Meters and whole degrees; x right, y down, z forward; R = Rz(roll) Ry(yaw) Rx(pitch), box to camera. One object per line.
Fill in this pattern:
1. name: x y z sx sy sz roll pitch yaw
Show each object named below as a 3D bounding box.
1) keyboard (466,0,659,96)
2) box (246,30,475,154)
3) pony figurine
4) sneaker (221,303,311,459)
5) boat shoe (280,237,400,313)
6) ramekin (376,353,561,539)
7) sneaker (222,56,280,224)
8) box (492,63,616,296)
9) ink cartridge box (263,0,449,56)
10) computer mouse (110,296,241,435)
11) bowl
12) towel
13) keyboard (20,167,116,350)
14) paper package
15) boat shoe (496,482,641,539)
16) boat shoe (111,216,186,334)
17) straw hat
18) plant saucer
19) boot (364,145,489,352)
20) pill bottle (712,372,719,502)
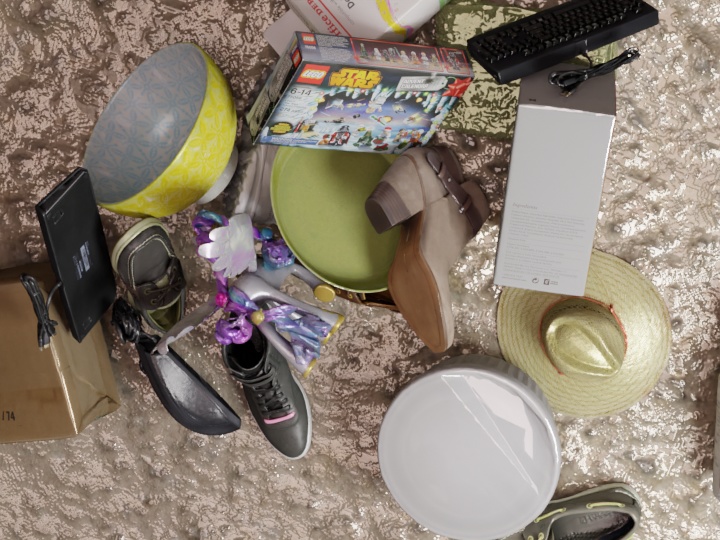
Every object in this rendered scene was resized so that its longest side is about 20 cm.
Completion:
1. keyboard: 0.214 -0.229 1.313 0.198 0.127 0.021 -24 140 -19
2. box: 0.000 -0.176 1.338 0.198 0.040 0.137 1 148 -28
3. pony figurine: -0.117 0.022 1.363 0.199 0.193 0.167 35 111 -1
4. sneaker: -0.109 0.129 1.472 0.070 0.099 0.202 -15 99 9
5. boat shoe: 0.000 0.001 1.446 0.198 0.068 0.073 17 103 5
6. ramekin: 0.125 0.185 1.439 0.200 0.094 0.205 5 108 15
7. sneaker: -0.087 -0.144 1.444 0.081 0.075 0.202 15 100 -29
8. box: 0.197 -0.095 1.343 0.096 0.125 0.202 8 120 6
9. ink cartridge box: -0.002 -0.281 1.360 0.200 0.067 0.117 -41 79 0
10. computer mouse: -0.217 0.121 1.479 0.053 0.138 0.200 -45 103 -5
11. bowl: -0.196 -0.131 1.414 0.200 0.201 0.107 -44 130 14
12. towel: 0.172 -0.208 1.398 0.197 0.037 0.150 6 103 6
13. keyboard: -0.305 0.001 1.353 0.020 0.128 0.201 20 141 19
14. paper package: -0.396 0.096 1.488 0.198 0.103 0.193 -9 101 22
15. boat shoe: 0.220 0.297 1.475 0.200 0.060 0.073 -23 97 12
16. boat shoe: -0.219 0.010 1.420 0.072 0.201 0.066 -37 73 -18
17. straw hat: 0.239 0.077 1.417 0.198 0.085 0.204 1 100 8
18. plant saucer: -0.012 -0.071 1.401 0.198 0.031 0.203 9 71 -27
19. boot: 0.087 -0.033 1.393 0.070 0.146 0.202 -14 102 47
20. pill bottle: 0.433 0.148 1.388 0.113 0.114 0.203 2 101 8
